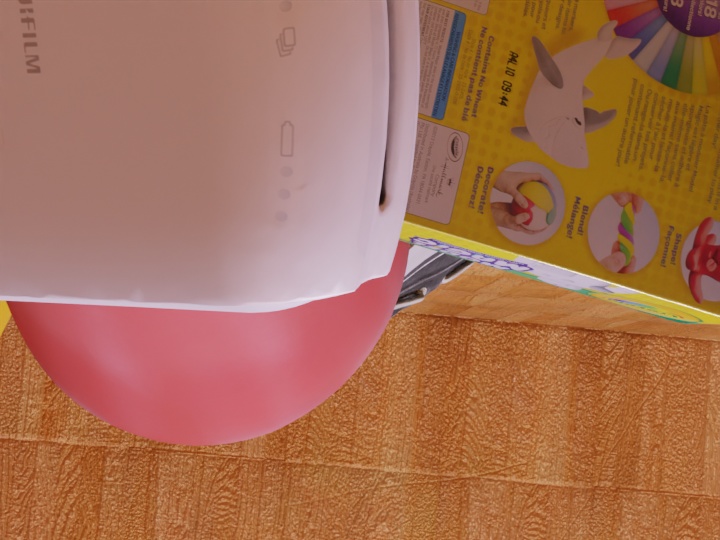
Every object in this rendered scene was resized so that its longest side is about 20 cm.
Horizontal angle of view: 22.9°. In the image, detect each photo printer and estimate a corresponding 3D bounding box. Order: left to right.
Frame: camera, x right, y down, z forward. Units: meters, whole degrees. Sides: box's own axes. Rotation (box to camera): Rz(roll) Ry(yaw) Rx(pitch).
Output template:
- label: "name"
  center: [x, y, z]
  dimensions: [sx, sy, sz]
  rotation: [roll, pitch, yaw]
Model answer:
- label: "photo printer"
  center: [-0.076, -0.072, 0.486]
  dimensions: [0.198, 0.168, 0.069]
  rotation: [3, -165, 30]

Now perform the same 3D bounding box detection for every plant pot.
- label: "plant pot"
  center: [-0.077, -0.043, 0.739]
  dimensions: [0.198, 0.203, 0.178]
  rotation: [4, 164, 5]

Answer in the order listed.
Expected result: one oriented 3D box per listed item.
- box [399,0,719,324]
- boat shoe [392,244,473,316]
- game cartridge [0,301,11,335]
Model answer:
- label: "box"
  center: [0.080, -0.054, 0.646]
  dimensions: [0.198, 0.119, 0.048]
  rotation: [16, 173, -17]
- label: "boat shoe"
  center: [0.000, 0.000, 0.891]
  dimensions: [0.199, 0.064, 0.071]
  rotation: [-24, -132, -40]
- label: "game cartridge"
  center: [-0.190, -0.036, 0.832]
  dimensions: [0.032, 0.202, 0.176]
  rotation: [26, 180, 15]
